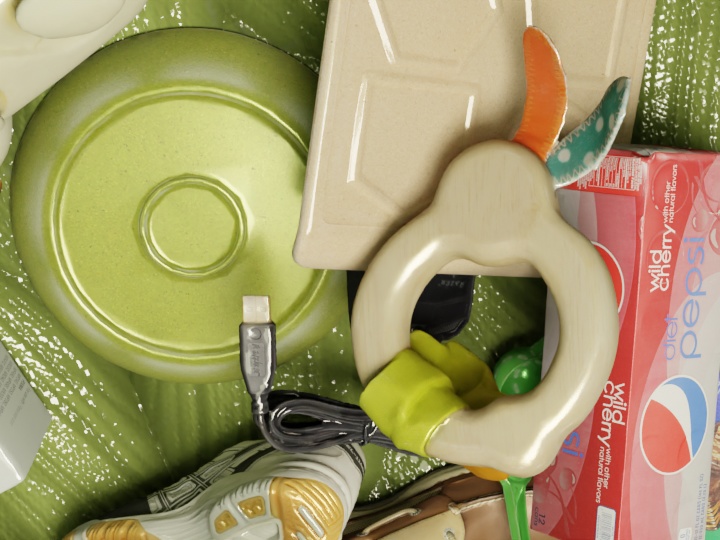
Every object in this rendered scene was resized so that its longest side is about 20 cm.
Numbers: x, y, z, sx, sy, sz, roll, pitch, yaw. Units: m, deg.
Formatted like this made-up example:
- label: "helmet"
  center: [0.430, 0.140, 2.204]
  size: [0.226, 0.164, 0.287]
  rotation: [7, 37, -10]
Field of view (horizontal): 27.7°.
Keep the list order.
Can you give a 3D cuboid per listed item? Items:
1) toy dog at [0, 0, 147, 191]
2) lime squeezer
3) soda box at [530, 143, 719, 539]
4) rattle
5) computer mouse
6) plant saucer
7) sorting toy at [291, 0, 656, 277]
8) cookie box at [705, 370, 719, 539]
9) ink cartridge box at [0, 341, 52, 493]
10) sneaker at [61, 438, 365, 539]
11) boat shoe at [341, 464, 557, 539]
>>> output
- label: "toy dog"
  center: [-0.192, -0.118, 0.687]
  size: [0.140, 0.194, 0.200]
  rotation: [46, 116, 8]
- label: "lime squeezer"
  center: [0.099, 0.086, 0.795]
  size: [0.071, 0.038, 0.200]
  rotation: [13, 86, 31]
- label: "soda box"
  center: [0.136, 0.038, 0.729]
  size: [0.070, 0.063, 0.200]
  rotation: [-2, 99, -37]
- label: "rattle"
  center: [0.084, 0.001, 0.712]
  size: [0.143, 0.130, 0.200]
  rotation: [24, 76, -50]
- label: "computer mouse"
  center: [0.000, 0.000, 0.757]
  size: [0.140, 0.046, 0.200]
  rotation: [-1, 104, -27]
- label: "plant saucer"
  center: [-0.088, -0.027, 0.775]
  size: [0.200, 0.031, 0.200]
  rotation: [0, 108, -1]
- label: "sorting toy"
  center: [0.060, -0.094, 0.720]
  size: [0.185, 0.036, 0.200]
  rotation: [2, 107, -29]
- label: "cookie box"
  center: [0.221, 0.148, 0.820]
  size: [0.171, 0.075, 0.200]
  rotation: [14, 108, -8]
- label: "ink cartridge box"
  center: [-0.280, 0.049, 0.767]
  size: [0.146, 0.083, 0.200]
  rotation: [-29, 107, 7]
- label: "sneaker"
  center: [-0.079, 0.142, 0.813]
  size: [0.200, 0.088, 0.076]
  rotation: [-19, 108, 30]
- label: "boat shoe"
  center: [0.027, 0.166, 0.820]
  size: [0.200, 0.074, 0.076]
  rotation: [-16, 108, 4]
